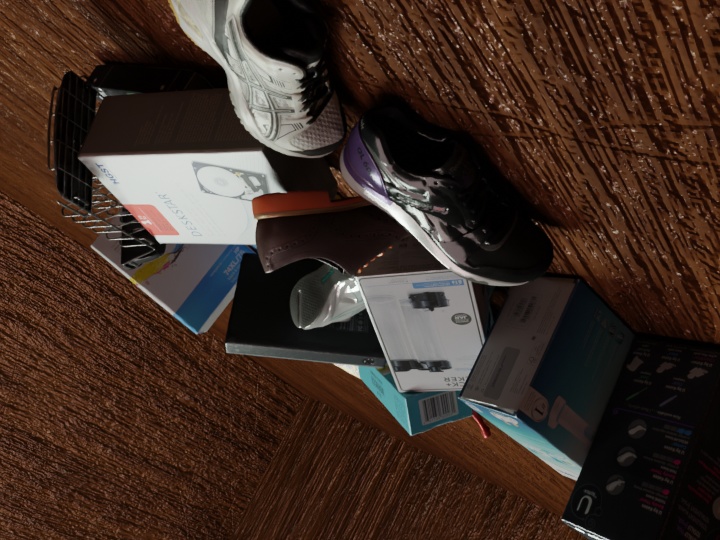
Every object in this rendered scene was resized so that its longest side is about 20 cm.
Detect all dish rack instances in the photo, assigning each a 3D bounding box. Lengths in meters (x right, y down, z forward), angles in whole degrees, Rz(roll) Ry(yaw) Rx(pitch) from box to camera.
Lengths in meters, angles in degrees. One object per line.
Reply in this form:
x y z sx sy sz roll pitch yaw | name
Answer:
-0.266 -0.103 0.781 0.054 0.156 0.200 -10 161 14 | dish rack

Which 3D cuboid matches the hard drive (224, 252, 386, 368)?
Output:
-0.062 0.047 0.946 0.197 0.141 0.033 6 143 -1 | hard drive

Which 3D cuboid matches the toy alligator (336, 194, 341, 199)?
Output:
-0.024 -0.039 0.877 0.059 0.055 0.200 13 158 49 | toy alligator

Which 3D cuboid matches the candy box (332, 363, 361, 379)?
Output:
0.009 0.115 1.204 0.198 0.117 0.057 25 124 13 | candy box

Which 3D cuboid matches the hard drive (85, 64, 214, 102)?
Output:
-0.199 -0.166 0.822 0.198 0.038 0.140 17 161 42 | hard drive

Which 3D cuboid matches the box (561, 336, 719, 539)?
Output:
0.297 0.183 0.710 0.122 0.202 0.106 37 163 -29 | box

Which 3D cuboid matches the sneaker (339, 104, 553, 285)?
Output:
0.075 -0.057 0.596 0.198 0.076 0.088 31 160 -4 | sneaker

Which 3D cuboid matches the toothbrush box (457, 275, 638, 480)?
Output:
0.215 0.117 0.763 0.199 0.148 0.085 36 164 -31 | toothbrush box

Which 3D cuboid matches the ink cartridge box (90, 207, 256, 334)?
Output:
-0.273 -0.024 1.138 0.199 0.147 0.147 39 174 -3 | ink cartridge box

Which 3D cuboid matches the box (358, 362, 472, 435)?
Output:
0.061 0.134 0.938 0.200 0.081 0.050 -146 44 -69 | box

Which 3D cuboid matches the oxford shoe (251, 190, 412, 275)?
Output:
0.003 -0.033 0.665 0.197 0.074 0.071 -3 180 -12 | oxford shoe

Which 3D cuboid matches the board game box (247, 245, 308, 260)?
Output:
-0.108 -0.040 1.054 0.151 0.045 0.200 21 164 34 | board game box

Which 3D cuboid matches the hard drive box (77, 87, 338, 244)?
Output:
-0.142 -0.096 0.733 0.197 0.078 0.156 2 151 22 | hard drive box

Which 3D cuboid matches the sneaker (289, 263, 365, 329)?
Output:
0.000 0.000 0.851 0.079 0.071 0.200 4 147 -41 | sneaker

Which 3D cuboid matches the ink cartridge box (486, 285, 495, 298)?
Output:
0.094 0.042 0.929 0.108 0.051 0.200 26 165 8 | ink cartridge box

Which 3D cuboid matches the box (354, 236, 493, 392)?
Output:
0.075 0.045 0.775 0.115 0.061 0.201 -4 137 15 | box

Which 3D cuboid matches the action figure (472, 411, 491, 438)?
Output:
0.138 0.128 1.060 0.201 0.065 0.099 56 -170 -4 | action figure

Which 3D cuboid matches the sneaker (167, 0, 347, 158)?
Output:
-0.054 -0.144 0.537 0.087 0.076 0.200 18 162 37 | sneaker
